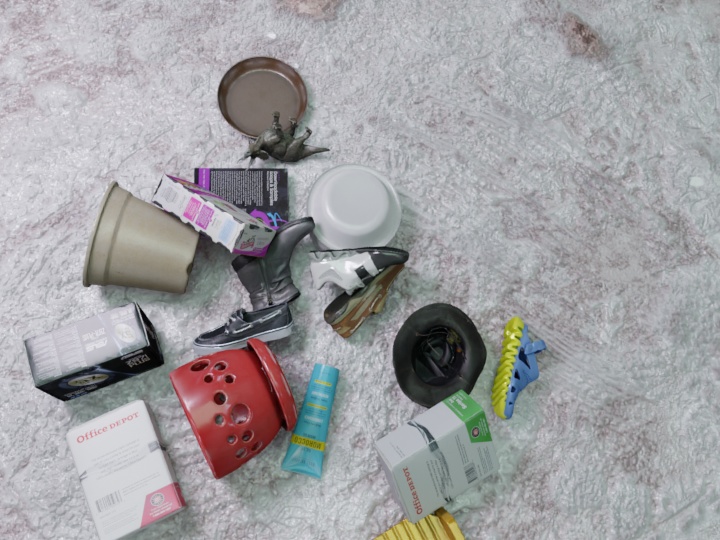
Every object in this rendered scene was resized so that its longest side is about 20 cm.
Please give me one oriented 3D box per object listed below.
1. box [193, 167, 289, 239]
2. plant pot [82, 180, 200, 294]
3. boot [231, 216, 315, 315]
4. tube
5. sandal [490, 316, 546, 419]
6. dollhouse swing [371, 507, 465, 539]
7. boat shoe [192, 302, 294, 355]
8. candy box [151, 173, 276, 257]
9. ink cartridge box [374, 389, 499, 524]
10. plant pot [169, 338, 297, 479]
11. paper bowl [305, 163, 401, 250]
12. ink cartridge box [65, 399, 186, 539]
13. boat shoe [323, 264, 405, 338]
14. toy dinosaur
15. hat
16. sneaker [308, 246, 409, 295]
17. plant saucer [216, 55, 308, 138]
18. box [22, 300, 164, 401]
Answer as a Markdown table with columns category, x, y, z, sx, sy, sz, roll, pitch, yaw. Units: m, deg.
| category | x | y | z | sx | sy | sz | roll | pitch | yaw |
| --- | --- | --- | --- | --- | --- | --- | --- | --- | --- |
| box | -0.244 | -0.138 | 1.428 | 0.195 | 0.036 | 0.147 | -1 | 73 | -5 |
| plant pot | -0.402 | -0.042 | 1.311 | 0.179 | 0.200 | 0.205 | 16 | 70 | -13 |
| boot | -0.147 | -0.005 | 1.364 | 0.198 | 0.070 | 0.133 | -34 | 78 | 13 |
| tube | -0.087 | 0.279 | 1.306 | 0.076 | 0.050 | 0.205 | 12 | 76 | 6 |
| sandal | 0.312 | 0.195 | 1.360 | 0.085 | 0.080 | 0.204 | 20 | 72 | -3 |
| dollhouse swing | 0.109 | 0.522 | 1.176 | 0.197 | 0.176 | 0.184 | -27 | 76 | -13 |
| boat shoe | -0.225 | 0.105 | 1.311 | 0.195 | 0.072 | 0.069 | -13 | 113 | 0 |
| candy box | -0.273 | -0.100 | 1.303 | 0.197 | 0.136 | 0.062 | 30 | 97 | 18 |
| ink cartridge box | 0.138 | 0.335 | 1.253 | 0.197 | 0.083 | 0.149 | -27 | 118 | -15 |
| plant pot | -0.217 | 0.234 | 1.224 | 0.179 | 0.201 | 0.203 | -24 | 75 | -17 |
| paper bowl | -0.014 | -0.122 | 1.412 | 0.195 | 0.105 | 0.206 | 2 | 73 | -5 |
| ink cartridge box | -0.409 | 0.352 | 1.222 | 0.144 | 0.083 | 0.203 | -22 | 76 | -13 |
| boat shoe | 0.014 | 0.053 | 1.381 | 0.199 | 0.075 | 0.074 | -42 | 111 | -16 |
| toy dinosaur | -0.161 | -0.266 | 1.455 | 0.196 | 0.103 | 0.078 | 0 | 45 | -36 |
| hat | 0.141 | 0.169 | 1.345 | 0.195 | 0.081 | 0.206 | 4 | 74 | -13 |
| sneaker | 0.000 | 0.000 | 1.332 | 0.195 | 0.074 | 0.091 | -4 | 94 | 13 |
| plant saucer | -0.212 | -0.371 | 1.510 | 0.195 | 0.032 | 0.205 | 2 | 72 | -5 |
| box | -0.467 | 0.148 | 1.241 | 0.196 | 0.164 | 0.088 | -20 | 74 | -13 |
